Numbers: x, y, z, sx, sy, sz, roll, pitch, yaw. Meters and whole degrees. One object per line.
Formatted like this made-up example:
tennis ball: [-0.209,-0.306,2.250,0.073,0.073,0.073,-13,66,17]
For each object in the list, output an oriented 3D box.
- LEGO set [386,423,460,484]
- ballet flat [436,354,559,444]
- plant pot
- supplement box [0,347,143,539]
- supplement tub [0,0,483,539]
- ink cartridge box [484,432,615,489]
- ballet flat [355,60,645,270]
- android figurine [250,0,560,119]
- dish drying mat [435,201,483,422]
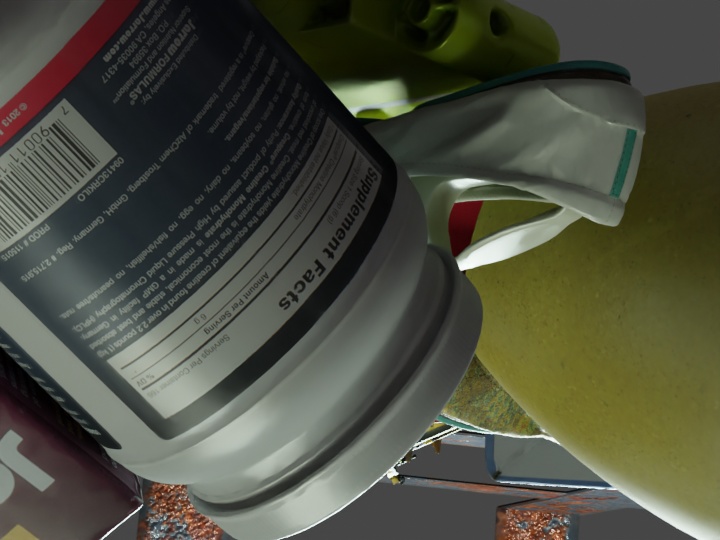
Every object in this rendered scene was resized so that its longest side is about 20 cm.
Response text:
LEGO set: [-0.012,0.048,1.185,0.115,0.155,0.200,-24,-178,6]
ballet flat: [0.087,0.046,1.009,0.199,0.071,0.070,23,160,-40]
plant pot: [0.127,0.006,0.901,0.141,0.201,0.200,15,175,27]
supplement box: [-0.192,0.040,0.740,0.200,0.131,0.103,43,-169,-35]
supplement tub: [-0.067,-0.020,0.725,0.200,0.141,0.140,47,150,-21]
ink cartridge box: [0.145,0.048,1.215,0.135,0.077,0.200,3,-158,7]
ballet flat: [0.019,-0.031,0.808,0.199,0.070,0.069,-7,164,42]
android figurine: [-0.007,-0.083,0.844,0.181,0.041,0.199,-5,164,40]
dish drying mat: [0.065,0.001,1.017,0.076,0.018,0.201,-1,136,-12]
